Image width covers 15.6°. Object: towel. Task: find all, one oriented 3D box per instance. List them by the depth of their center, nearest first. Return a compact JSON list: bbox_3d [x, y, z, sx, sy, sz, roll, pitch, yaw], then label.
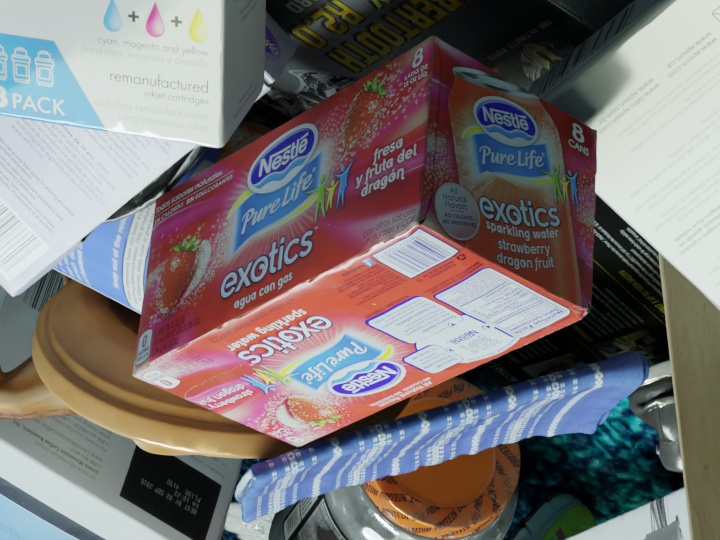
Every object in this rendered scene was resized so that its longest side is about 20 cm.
[{"bbox_3d":[0.038,0.084,1.282,0.199,0.024,0.145,-16,170,-9],"label":"towel"}]

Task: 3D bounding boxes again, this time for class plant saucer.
[{"bbox_3d":[-0.068,0.032,1.348,0.199,0.200,0.038,11,116,10],"label":"plant saucer"}]

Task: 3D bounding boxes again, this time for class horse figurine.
[{"bbox_3d":[-0.125,0.053,1.494,0.199,0.133,0.050,29,148,-21],"label":"horse figurine"}]

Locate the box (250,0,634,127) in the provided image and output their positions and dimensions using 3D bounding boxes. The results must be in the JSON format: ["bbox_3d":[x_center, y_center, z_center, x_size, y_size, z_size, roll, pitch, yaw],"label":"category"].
[{"bbox_3d":[0.011,-0.120,1.208,0.158,0.049,0.200,31,148,-23],"label":"box"}]

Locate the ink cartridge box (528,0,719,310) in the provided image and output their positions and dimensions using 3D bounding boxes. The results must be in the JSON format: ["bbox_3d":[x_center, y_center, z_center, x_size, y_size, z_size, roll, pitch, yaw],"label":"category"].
[{"bbox_3d":[0.204,-0.061,1.116,0.200,0.041,0.199,43,126,-13],"label":"ink cartridge box"}]

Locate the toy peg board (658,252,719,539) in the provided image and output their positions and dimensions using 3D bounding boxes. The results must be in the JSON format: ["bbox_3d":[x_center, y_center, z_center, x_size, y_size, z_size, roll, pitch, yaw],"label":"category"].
[{"bbox_3d":[0.248,0.081,1.223,0.198,0.201,0.098,-6,166,5],"label":"toy peg board"}]

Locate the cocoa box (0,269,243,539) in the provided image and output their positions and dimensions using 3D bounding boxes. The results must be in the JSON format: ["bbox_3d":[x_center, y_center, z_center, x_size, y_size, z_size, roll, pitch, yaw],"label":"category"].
[{"bbox_3d":[-0.183,0.088,1.585,0.200,0.134,0.131,35,147,-31],"label":"cocoa box"}]

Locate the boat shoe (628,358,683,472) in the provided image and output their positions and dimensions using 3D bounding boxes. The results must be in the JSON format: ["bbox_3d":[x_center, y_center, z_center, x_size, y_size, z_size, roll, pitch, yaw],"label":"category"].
[{"bbox_3d":[0.186,0.081,1.374,0.066,0.057,0.200,-16,169,20],"label":"boat shoe"}]

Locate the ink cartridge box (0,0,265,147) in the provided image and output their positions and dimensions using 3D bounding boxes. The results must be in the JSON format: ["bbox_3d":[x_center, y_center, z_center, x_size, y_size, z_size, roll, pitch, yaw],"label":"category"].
[{"bbox_3d":[-0.100,-0.161,1.075,0.114,0.068,0.201,8,117,12],"label":"ink cartridge box"}]

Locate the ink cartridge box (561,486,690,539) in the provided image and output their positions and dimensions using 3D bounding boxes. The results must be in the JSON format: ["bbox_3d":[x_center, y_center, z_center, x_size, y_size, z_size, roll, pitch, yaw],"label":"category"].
[{"bbox_3d":[0.226,0.165,1.501,0.144,0.084,0.200,-3,162,-33],"label":"ink cartridge box"}]

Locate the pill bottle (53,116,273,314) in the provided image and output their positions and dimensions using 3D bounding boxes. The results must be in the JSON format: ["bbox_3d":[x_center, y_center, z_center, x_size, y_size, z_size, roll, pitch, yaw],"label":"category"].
[{"bbox_3d":[-0.125,-0.048,1.310,0.199,0.112,0.112,27,156,24],"label":"pill bottle"}]

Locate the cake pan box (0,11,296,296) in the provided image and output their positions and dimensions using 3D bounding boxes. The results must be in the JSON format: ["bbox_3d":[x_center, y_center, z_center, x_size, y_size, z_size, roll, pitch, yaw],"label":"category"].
[{"bbox_3d":[-0.154,-0.108,1.185,0.200,0.052,0.184,46,121,-10],"label":"cake pan box"}]

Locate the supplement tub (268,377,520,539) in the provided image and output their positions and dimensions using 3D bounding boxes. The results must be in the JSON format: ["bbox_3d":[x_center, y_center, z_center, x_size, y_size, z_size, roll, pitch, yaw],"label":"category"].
[{"bbox_3d":[0.022,0.144,1.587,0.122,0.123,0.200,21,151,-7],"label":"supplement tub"}]

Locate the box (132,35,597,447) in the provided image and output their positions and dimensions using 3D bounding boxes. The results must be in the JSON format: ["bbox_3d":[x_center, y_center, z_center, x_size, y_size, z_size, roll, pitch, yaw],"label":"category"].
[{"bbox_3d":[0.000,-0.007,1.136,0.099,0.096,0.200,26,144,-32],"label":"box"}]

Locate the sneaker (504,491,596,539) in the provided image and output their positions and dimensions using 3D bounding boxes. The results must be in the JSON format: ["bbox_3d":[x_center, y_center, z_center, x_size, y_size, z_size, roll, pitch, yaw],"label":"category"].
[{"bbox_3d":[0.105,0.211,1.589,0.090,0.200,0.078,38,128,5],"label":"sneaker"}]

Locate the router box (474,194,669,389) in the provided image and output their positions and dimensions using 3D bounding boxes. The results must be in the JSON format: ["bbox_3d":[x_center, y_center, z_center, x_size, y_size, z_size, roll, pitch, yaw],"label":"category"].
[{"bbox_3d":[0.103,-0.003,1.293,0.148,0.051,0.200,-19,148,24],"label":"router box"}]
